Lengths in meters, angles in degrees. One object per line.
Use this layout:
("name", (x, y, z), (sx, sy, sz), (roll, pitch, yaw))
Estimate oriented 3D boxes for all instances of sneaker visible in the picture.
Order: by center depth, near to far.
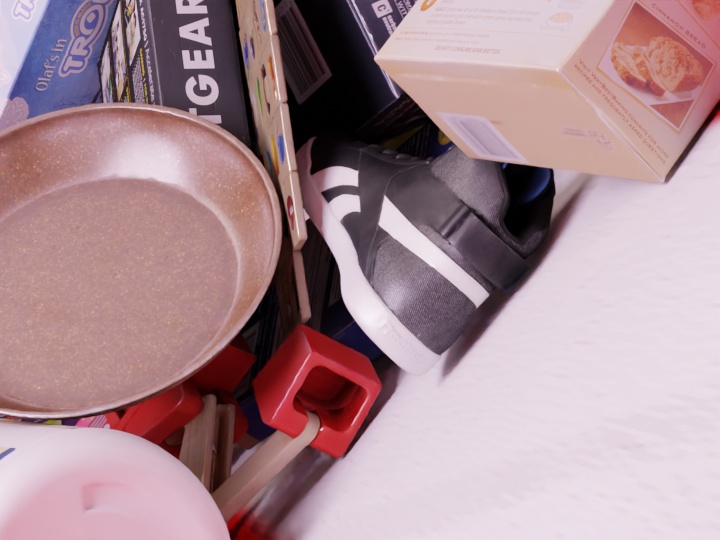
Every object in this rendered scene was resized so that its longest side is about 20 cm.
("sneaker", (0.038, -0.036, 1.295), (0.112, 0.073, 0.200), (-42, 29, 10))

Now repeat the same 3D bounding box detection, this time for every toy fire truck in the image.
("toy fire truck", (-0.083, 0.093, 1.386), (0.200, 0.049, 0.141), (-54, 35, 14))

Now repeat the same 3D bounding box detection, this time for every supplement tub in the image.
("supplement tub", (-0.162, 0.144, 1.293), (0.145, 0.144, 0.200), (-54, 22, -18))

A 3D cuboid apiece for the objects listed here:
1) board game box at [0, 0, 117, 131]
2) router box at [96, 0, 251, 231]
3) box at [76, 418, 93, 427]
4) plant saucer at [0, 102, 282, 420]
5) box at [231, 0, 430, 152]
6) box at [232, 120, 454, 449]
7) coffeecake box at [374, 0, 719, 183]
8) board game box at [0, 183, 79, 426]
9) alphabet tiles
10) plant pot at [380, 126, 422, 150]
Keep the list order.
("board game box", (-0.149, -0.131, 1.617), (0.199, 0.043, 0.201), (-2, -58, -55))
("router box", (-0.100, -0.064, 1.478), (0.149, 0.051, 0.201), (118, 147, -60))
("box", (-0.127, 0.049, 1.673), (0.095, 0.102, 0.201), (-61, -10, -49))
("plant saucer", (-0.133, 0.002, 1.332), (0.201, 0.199, 0.037), (-55, -30, -30))
("box", (0.048, -0.158, 1.447), (0.196, 0.125, 0.200), (-27, -2, -18))
("box", (0.000, 0.000, 1.428), (0.200, 0.032, 0.122), (-38, 30, 38))
("coffeecake box", (0.121, -0.142, 1.168), (0.200, 0.073, 0.153), (-53, 26, -13))
("board game box", (-0.210, 0.067, 1.397), (0.032, 0.120, 0.200), (16, 60, 49))
("alphabet tiles", (-0.046, -0.069, 1.375), (0.166, 0.006, 0.201), (130, 132, -79))
("plant pot", (0.030, -0.150, 1.672), (0.201, 0.200, 0.184), (-51, 18, 8))
